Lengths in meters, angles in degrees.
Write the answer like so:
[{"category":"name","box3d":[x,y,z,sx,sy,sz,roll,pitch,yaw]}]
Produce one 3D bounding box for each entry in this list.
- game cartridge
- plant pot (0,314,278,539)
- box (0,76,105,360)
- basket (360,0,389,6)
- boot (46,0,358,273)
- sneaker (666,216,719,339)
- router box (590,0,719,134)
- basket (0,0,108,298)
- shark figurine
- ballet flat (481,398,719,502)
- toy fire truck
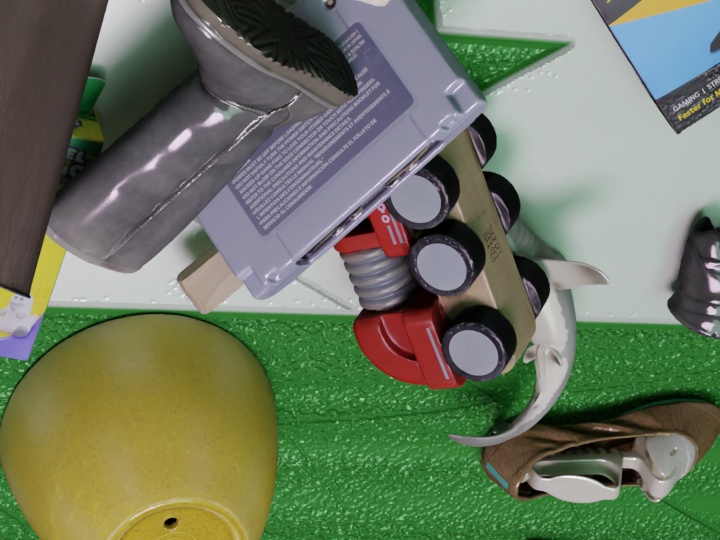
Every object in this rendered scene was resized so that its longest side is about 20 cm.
[{"category":"game cartridge","box3d":[-0.029,-0.094,1.393,0.200,0.133,0.041,-40,166,20]},{"category":"plant pot","box3d":[-0.139,0.153,1.515,0.199,0.142,0.201,-9,126,-13]},{"category":"box","box3d":[-0.240,-0.042,1.412,0.117,0.048,0.201,10,118,-23]},{"category":"basket","box3d":[-0.051,-0.253,1.281,0.199,0.124,0.136,13,119,-26]},{"category":"boot","box3d":[-0.119,-0.088,1.329,0.199,0.073,0.182,-30,145,20]},{"category":"sneaker","box3d":[0.324,-0.003,1.605,0.199,0.076,0.091,-5,118,-17]},{"category":"router box","box3d":[0.252,-0.205,1.454,0.199,0.051,0.149,-34,125,7]},{"category":"basket","box3d":[-0.233,-0.111,1.280,0.180,0.136,0.201,24,87,-22]},{"category":"shark figurine","box3d":[0.128,0.035,1.567,0.127,0.090,0.216,3,120,21]},{"category":"ballet flat","box3d":[0.190,0.143,1.658,0.199,0.072,0.068,-3,125,-16]},{"category":"toy fire truck","box3d":[0.000,0.000,1.476,0.199,0.129,0.177,-9,115,30]}]
